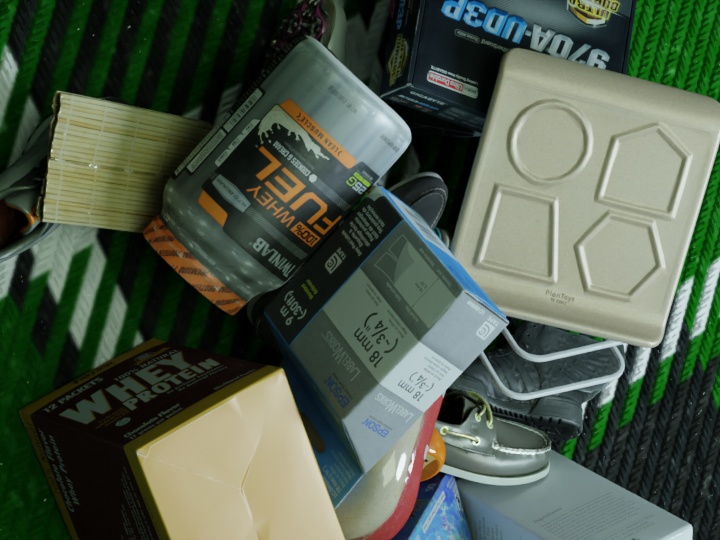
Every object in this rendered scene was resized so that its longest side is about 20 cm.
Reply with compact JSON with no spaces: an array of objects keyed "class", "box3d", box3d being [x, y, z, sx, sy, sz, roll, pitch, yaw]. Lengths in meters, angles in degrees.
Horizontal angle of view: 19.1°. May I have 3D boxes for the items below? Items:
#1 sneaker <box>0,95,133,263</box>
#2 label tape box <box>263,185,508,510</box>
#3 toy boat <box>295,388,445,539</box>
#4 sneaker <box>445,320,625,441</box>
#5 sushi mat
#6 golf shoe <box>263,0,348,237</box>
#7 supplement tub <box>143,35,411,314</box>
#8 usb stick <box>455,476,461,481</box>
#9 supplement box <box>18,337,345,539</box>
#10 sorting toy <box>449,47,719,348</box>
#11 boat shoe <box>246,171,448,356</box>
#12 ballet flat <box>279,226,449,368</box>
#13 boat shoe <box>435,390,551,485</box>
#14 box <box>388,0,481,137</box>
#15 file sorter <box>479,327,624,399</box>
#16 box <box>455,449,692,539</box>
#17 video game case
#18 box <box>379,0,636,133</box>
[{"class":"sneaker","box3d":[-0.237,-0.060,1.608,0.200,0.079,0.074,-42,112,-25]},{"class":"label tape box","box3d":[-0.004,0.058,1.608,0.200,0.144,0.063,-48,135,9]},{"class":"toy boat","box3d":[0.020,0.129,1.692,0.131,0.130,0.201,40,59,-41]},{"class":"sneaker","box3d":[0.135,0.086,1.879,0.199,0.060,0.105,16,58,-13]},{"class":"sushi mat","box3d":[-0.177,-0.078,1.630,0.200,0.012,0.096,6,96,-59]},{"class":"golf shoe","box3d":[-0.034,-0.124,1.744,0.092,0.073,0.201,0,103,-38]},{"class":"supplement tub","box3d":[-0.066,-0.071,1.636,0.122,0.123,0.200,40,94,-30]},{"class":"usb stick","box3d":[0.073,0.187,1.864,0.200,0.033,0.056,-31,117,-28]},{"class":"supplement box","box3d":[-0.130,0.176,1.627,0.133,0.200,0.198,-29,110,-28]},{"class":"sorting toy","box3d":[0.171,-0.055,1.648,0.184,0.036,0.201,13,96,-12]},{"class":"boat shoe","box3d":[0.000,0.000,1.748,0.200,0.057,0.067,-37,140,-4]},{"class":"ballet flat","box3d":[0.003,0.042,1.798,0.200,0.067,0.062,-46,144,-18]},{"class":"boat shoe","box3d":[0.076,0.133,1.799,0.201,0.072,0.060,11,112,-21]},{"class":"box","box3d":[0.106,-0.212,1.788,0.114,0.132,0.201,-2,96,-34]},{"class":"file sorter","box3d":[0.174,-0.008,1.790,0.138,0.125,0.200,-10,140,-26]},{"class":"box","box3d":[0.178,0.262,1.823,0.106,0.200,0.153,-21,120,-31]},{"class":"video game case","box3d":[0.059,0.280,1.743,0.200,0.045,0.182,-48,126,-68]},{"class":"box","box3d":[0.119,-0.185,1.678,0.199,0.046,0.160,18,74,-28]}]
